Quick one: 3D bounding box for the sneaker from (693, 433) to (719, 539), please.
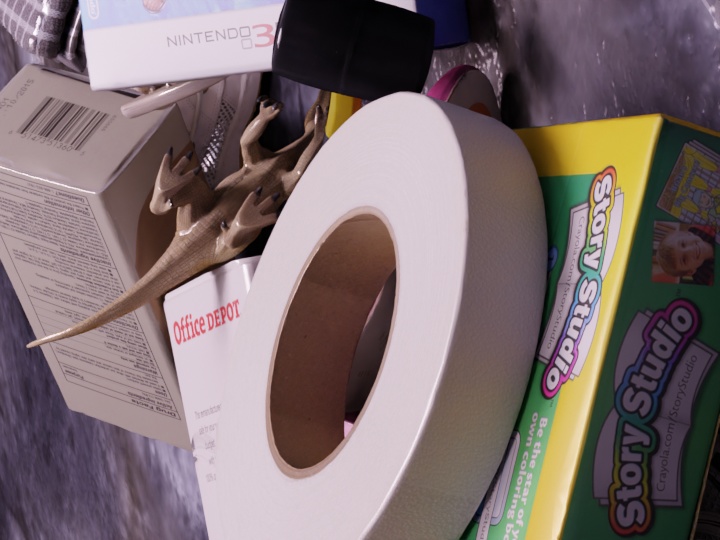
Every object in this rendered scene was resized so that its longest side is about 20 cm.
[{"bbox_3d":[0.126,0.128,1.071,0.200,0.082,0.078,-121,29,-46],"label":"sneaker"}]

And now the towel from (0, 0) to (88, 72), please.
[{"bbox_3d":[-0.148,-0.203,1.570,0.166,0.085,0.200,-69,26,12],"label":"towel"}]

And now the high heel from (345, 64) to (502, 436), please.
[{"bbox_3d":[0.000,0.000,1.300,0.096,0.067,0.200,25,109,42],"label":"high heel"}]

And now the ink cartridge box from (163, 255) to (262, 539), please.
[{"bbox_3d":[-0.022,0.094,1.446,0.145,0.084,0.200,157,102,-69],"label":"ink cartridge box"}]

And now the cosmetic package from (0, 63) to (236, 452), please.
[{"bbox_3d":[-0.124,-0.004,1.553,0.105,0.071,0.200,17,144,30],"label":"cosmetic package"}]

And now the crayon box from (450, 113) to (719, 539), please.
[{"bbox_3d":[0.068,0.048,1.109,0.172,0.058,0.200,1,75,65],"label":"crayon box"}]

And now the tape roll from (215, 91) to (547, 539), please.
[{"bbox_3d":[0.004,0.032,1.141,0.203,0.037,0.203,-44,37,47],"label":"tape roll"}]

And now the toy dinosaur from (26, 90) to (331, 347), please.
[{"bbox_3d":[-0.066,-0.022,1.398,0.058,0.200,0.101,46,166,11],"label":"toy dinosaur"}]

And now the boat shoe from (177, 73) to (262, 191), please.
[{"bbox_3d":[-0.094,-0.098,1.576,0.071,0.069,0.200,-121,30,-51],"label":"boat shoe"}]

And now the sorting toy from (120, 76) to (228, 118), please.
[{"bbox_3d":[-0.047,-0.188,1.385,0.180,0.107,0.200,-10,93,53],"label":"sorting toy"}]

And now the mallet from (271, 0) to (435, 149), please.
[{"bbox_3d":[0.002,-0.061,1.301,0.200,0.066,0.041,80,-158,-66],"label":"mallet"}]

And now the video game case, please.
[{"bbox_3d":[-0.050,-0.186,1.319,0.181,0.045,0.200,-5,96,33],"label":"video game case"}]
